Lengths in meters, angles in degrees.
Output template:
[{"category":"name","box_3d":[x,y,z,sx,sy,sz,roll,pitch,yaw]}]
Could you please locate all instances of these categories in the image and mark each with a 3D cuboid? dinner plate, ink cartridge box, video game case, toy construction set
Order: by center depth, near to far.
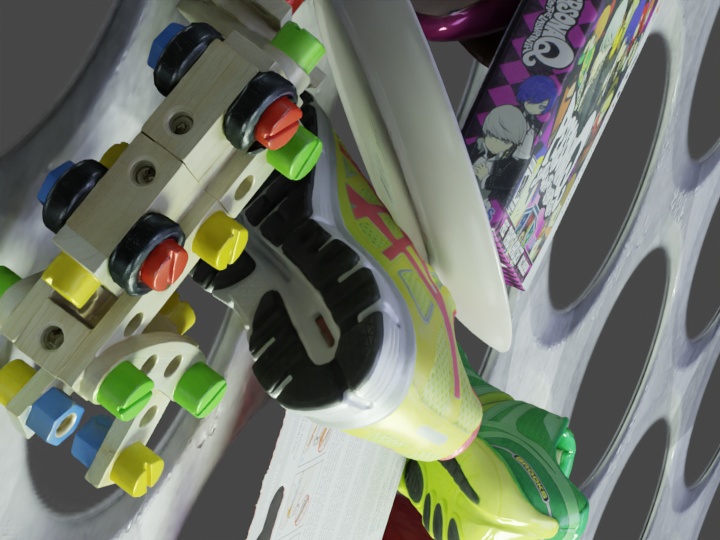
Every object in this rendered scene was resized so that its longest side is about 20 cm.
[{"category":"toy construction set","box_3d":[-0.063,-0.023,1.007,0.200,0.092,0.131,-65,162,-11]},{"category":"dinner plate","box_3d":[0.014,-0.058,1.125,0.024,0.200,0.200,-21,151,-4]},{"category":"video game case","box_3d":[0.093,-0.089,1.297,0.182,0.036,0.200,-65,170,-5]},{"category":"ink cartridge box","box_3d":[-0.034,0.108,1.323,0.200,0.050,0.161,-14,123,-66]}]

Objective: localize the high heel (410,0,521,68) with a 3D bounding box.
[{"category":"high heel","box_3d":[0.061,-0.110,1.308,0.200,0.067,0.096,-42,138,-61]}]

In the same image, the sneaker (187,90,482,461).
[{"category":"sneaker","box_3d":[-0.008,0.007,1.086,0.078,0.200,0.090,-43,126,18]}]

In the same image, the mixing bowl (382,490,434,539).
[{"category":"mixing bowl","box_3d":[0.036,0.220,1.548,0.200,0.108,0.200,-57,159,-36]}]

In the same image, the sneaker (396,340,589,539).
[{"category":"sneaker","box_3d":[0.062,0.093,1.424,0.200,0.083,0.074,-118,-137,-63]}]
